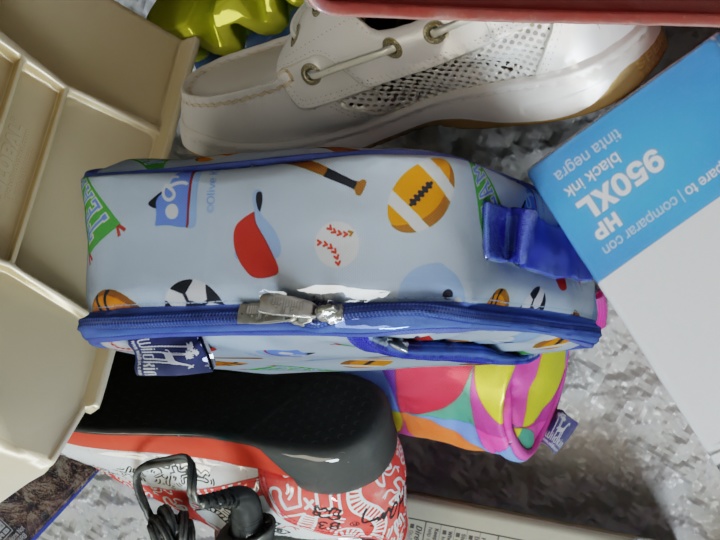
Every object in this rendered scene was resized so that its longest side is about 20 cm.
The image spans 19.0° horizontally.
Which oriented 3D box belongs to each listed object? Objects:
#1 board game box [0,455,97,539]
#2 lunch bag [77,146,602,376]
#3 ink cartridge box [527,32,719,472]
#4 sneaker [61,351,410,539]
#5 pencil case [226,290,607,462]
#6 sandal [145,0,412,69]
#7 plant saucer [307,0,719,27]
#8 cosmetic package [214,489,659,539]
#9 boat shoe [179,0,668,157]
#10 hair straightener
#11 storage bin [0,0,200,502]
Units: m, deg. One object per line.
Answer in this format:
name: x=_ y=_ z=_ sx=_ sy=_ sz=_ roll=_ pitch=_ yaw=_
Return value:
board game box: x=-0.213 y=0.047 z=1.003 sx=0.200 sy=0.160 sz=0.097 roll=43 pitch=135 yaw=-1
lunch bag: x=0.000 y=0.000 z=0.765 sx=0.159 sy=0.200 sz=0.076 roll=-1 pitch=87 yaw=23
ink cartridge box: x=0.159 y=0.029 z=0.746 sx=0.084 sy=0.145 sz=0.201 roll=-35 pitch=76 yaw=15
sneaker: x=-0.072 y=0.088 z=0.918 sx=0.200 sy=0.067 sz=0.108 roll=8 pitch=133 yaw=24
pencil case: x=-0.001 y=0.024 z=0.922 sx=0.199 sy=0.088 sz=0.089 roll=12 pitch=124 yaw=23
sandal: x=0.014 y=-0.108 z=0.845 sx=0.199 sy=0.080 sz=0.087 roll=-14 pitch=128 yaw=37
plant saucer: x=0.056 y=-0.173 z=0.670 sx=0.037 sy=0.199 sz=0.201 roll=-9 pitch=84 yaw=60
cosmetic package: x=0.033 y=0.152 z=0.964 sx=0.199 sy=0.071 sz=0.106 roll=10 pitch=86 yaw=25
boat shoe: x=0.010 y=-0.087 z=0.764 sx=0.199 sy=0.071 sz=0.070 roll=-9 pitch=121 yaw=33
hair straightener: x=-0.072 y=0.144 z=0.897 sx=0.077 sy=0.041 sz=0.201 roll=16 pitch=140 yaw=15
storage bin: x=-0.168 y=0.003 z=0.846 sx=0.093 sy=0.199 sz=0.200 roll=28 pitch=146 yaw=-23
